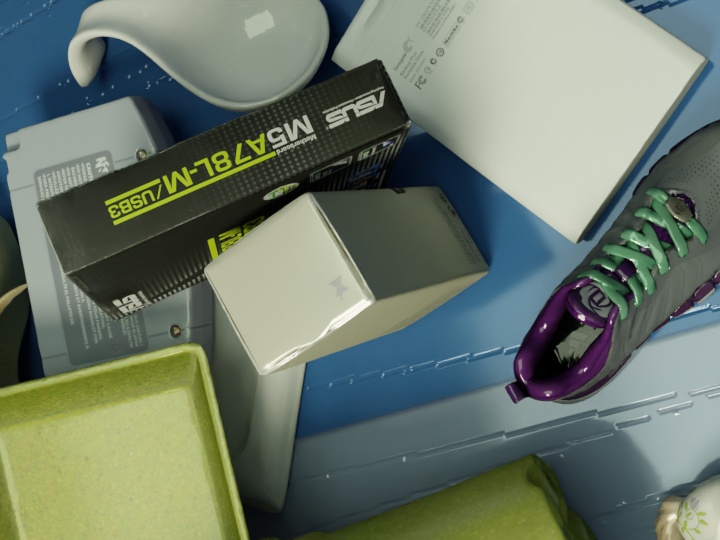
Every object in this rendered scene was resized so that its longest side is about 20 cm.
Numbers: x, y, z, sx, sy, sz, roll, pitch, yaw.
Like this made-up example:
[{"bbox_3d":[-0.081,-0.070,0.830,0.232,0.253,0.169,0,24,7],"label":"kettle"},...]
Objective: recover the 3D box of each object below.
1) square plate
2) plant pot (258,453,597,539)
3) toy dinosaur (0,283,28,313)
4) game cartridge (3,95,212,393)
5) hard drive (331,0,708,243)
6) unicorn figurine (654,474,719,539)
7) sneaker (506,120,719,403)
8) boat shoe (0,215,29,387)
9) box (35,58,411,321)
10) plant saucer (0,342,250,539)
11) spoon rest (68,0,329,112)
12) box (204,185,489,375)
[{"bbox_3d":[-0.129,0.051,0.861,0.196,0.028,0.203,12,98,21],"label":"square plate"},{"bbox_3d":[0.057,0.208,0.721,0.183,0.200,0.202,-31,82,10],"label":"plant pot"},{"bbox_3d":[-0.286,0.104,0.834,0.058,0.100,0.203,-13,69,50],"label":"toy dinosaur"},{"bbox_3d":[-0.169,-0.010,0.840,0.132,0.040,0.203,-11,89,26],"label":"game cartridge"},{"bbox_3d":[0.093,-0.130,0.759,0.199,0.027,0.133,39,106,16],"label":"hard drive"},{"bbox_3d":[0.244,0.129,0.685,0.199,0.074,0.139,-30,71,27],"label":"unicorn figurine"},{"bbox_3d":[0.161,0.002,0.698,0.074,0.087,0.201,40,107,15],"label":"sneaker"},{"bbox_3d":[-0.283,0.059,0.900,0.062,0.073,0.204,-2,91,25],"label":"boat shoe"},{"bbox_3d":[-0.074,-0.038,0.706,0.192,0.200,0.048,-27,84,-9],"label":"box"},{"bbox_3d":[-0.163,0.162,0.797,0.197,0.048,0.203,-13,90,12],"label":"plant saucer"},{"bbox_3d":[-0.113,-0.150,0.817,0.198,0.061,0.100,4,65,24],"label":"spoon rest"},{"bbox_3d":[0.000,0.000,0.711,0.082,0.200,0.069,-34,81,20],"label":"box"}]
